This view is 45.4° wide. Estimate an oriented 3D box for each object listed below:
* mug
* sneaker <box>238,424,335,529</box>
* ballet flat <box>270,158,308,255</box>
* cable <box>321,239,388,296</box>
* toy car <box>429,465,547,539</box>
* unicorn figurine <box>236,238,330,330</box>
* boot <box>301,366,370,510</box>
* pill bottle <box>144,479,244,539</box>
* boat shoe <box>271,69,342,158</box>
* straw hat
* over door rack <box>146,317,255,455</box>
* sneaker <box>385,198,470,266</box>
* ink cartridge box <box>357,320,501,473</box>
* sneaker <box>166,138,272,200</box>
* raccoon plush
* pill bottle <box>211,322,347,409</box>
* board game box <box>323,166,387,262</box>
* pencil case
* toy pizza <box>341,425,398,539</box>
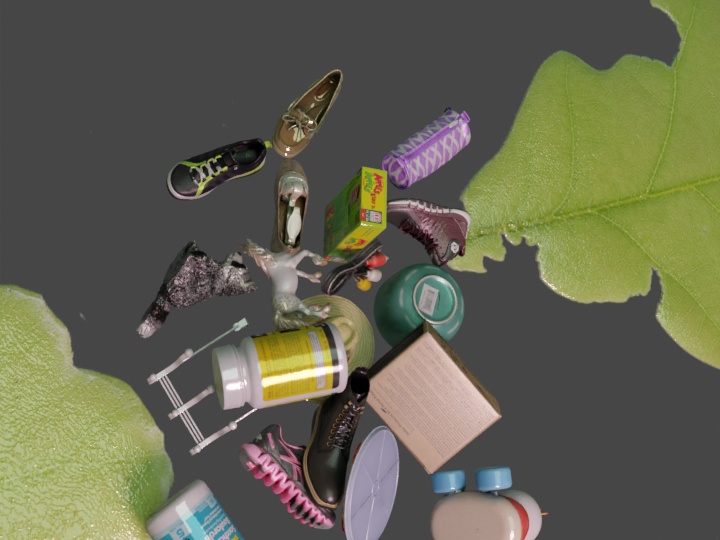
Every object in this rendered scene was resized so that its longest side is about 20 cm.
[{"bbox_3d":[0.118,0.080,1.549,0.151,0.114,0.187,-25,84,-26],"label":"mug"},{"bbox_3d":[-0.104,0.334,1.413,0.200,0.079,0.095,47,52,-4],"label":"sneaker"},{"bbox_3d":[-0.120,-0.115,1.539,0.067,0.067,0.204,7,71,-19],"label":"ballet flat"},{"bbox_3d":[0.000,0.000,1.485,0.050,0.200,0.098,35,107,11],"label":"cable"},{"bbox_3d":[0.238,0.434,1.493,0.198,0.175,0.188,8,72,-49],"label":"toy car"},{"bbox_3d":[-0.125,0.014,1.454,0.135,0.074,0.202,6,48,-24],"label":"unicorn figurine"},{"bbox_3d":[-0.033,0.263,1.381,0.076,0.139,0.202,18,43,-21],"label":"boot"},{"bbox_3d":[-0.230,0.429,1.306,0.110,0.111,0.201,-36,89,-27],"label":"pill bottle"},{"bbox_3d":[-0.099,-0.298,1.605,0.073,0.063,0.202,33,65,-9],"label":"boat shoe"},{"bbox_3d":[-0.049,0.123,1.485,0.198,0.085,0.205,7,72,-20],"label":"straw hat"},{"bbox_3d":[-0.227,0.183,1.407,0.199,0.067,0.149,-31,88,-26],"label":"over door rack"},{"bbox_3d":[0.121,-0.065,1.618,0.197,0.076,0.118,7,75,-20],"label":"sneaker"},{"bbox_3d":[0.117,0.216,1.477,0.164,0.075,0.200,-39,100,12],"label":"ink cartridge box"},{"bbox_3d":[-0.247,-0.189,1.501,0.198,0.083,0.072,-28,85,-26],"label":"sneaker"},{"bbox_3d":[-0.269,0.047,1.442,0.133,0.097,0.201,35,93,-22],"label":"raccoon plush"},{"bbox_3d":[-0.128,0.153,1.356,0.197,0.114,0.116,-9,77,-18],"label":"pill bottle"},{"bbox_3d":[-0.012,-0.093,1.501,0.047,0.200,0.103,8,71,-19],"label":"board game box"},{"bbox_3d":[0.132,-0.236,1.667,0.199,0.085,0.084,-39,92,-26],"label":"pencil case"},{"bbox_3d":[0.012,0.354,1.410,0.031,0.201,0.203,6,65,25],"label":"toy pizza"}]
